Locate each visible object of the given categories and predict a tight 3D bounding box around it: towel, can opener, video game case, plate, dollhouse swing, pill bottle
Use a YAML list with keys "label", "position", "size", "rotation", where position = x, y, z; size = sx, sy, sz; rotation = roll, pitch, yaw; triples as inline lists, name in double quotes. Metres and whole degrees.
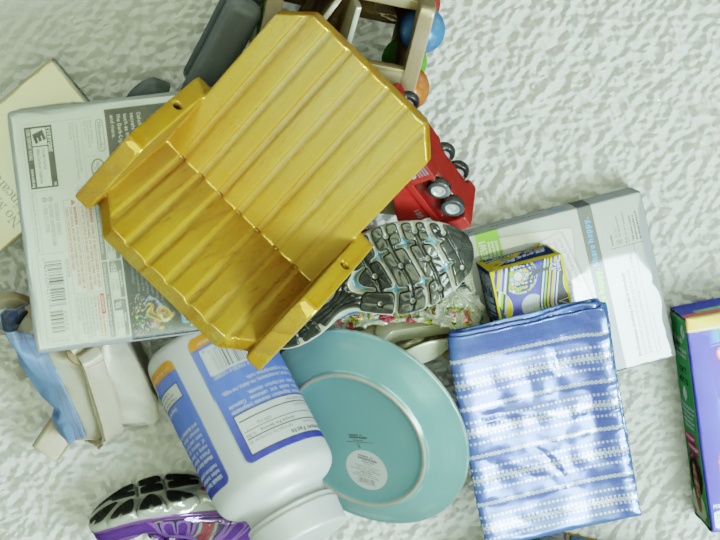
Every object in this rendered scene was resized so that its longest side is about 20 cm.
- label: "towel"
  position: [0.160, 0.132, 1.703]
  size: [0.143, 0.024, 0.202]
  rotation: [-12, 101, -3]
- label: "can opener"
  position: [-0.144, -0.167, 1.676]
  size: [0.066, 0.053, 0.200]
  rotation: [22, 131, -20]
- label: "video game case"
  position: [-0.191, -0.042, 1.640]
  size: [0.180, 0.023, 0.202]
  rotation: [-7, 89, -5]
- label: "plate"
  position: [0.001, 0.144, 1.729]
  size: [0.199, 0.026, 0.202]
  rotation: [14, 123, 21]
- label: "dollhouse swing"
  position: [-0.071, -0.073, 1.546]
  size: [0.200, 0.182, 0.176]
  rotation: [44, 127, -2]
- label: "pill bottle"
  position: [-0.092, 0.144, 1.691]
  size: [0.111, 0.112, 0.201]
  rotation: [-28, 76, -2]

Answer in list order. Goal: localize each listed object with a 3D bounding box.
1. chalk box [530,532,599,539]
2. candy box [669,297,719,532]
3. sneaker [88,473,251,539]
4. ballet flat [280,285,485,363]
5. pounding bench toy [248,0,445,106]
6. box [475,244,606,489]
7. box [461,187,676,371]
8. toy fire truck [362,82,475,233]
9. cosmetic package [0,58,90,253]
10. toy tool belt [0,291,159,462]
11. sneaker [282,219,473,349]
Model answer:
- label: "chalk box"
  position: [0.182, 0.308, 1.776]
  size: [0.198, 0.124, 0.126]
  rotation: [13, 95, -7]
- label: "candy box"
  position: [0.379, 0.121, 1.800]
  size: [0.167, 0.077, 0.202]
  rotation: [-9, 96, -4]
- label: "sneaker"
  position: [-0.142, 0.229, 1.759]
  size: [0.198, 0.081, 0.084]
  rotation: [-4, 102, -6]
- label: "ballet flat"
  position: [0.013, 0.059, 1.734]
  size: [0.198, 0.064, 0.076]
  rotation: [-13, 138, 13]
- label: "pounding bench toy"
  position: [-0.020, -0.171, 1.699]
  size: [0.155, 0.125, 0.201]
  rotation: [10, 120, -8]
- label: "box"
  position: [0.160, 0.085, 1.740]
  size: [0.069, 0.064, 0.202]
  rotation: [-14, 101, -4]
- label: "box"
  position: [0.172, 0.025, 1.786]
  size: [0.198, 0.041, 0.157]
  rotation: [-14, 98, -3]
- label: "toy fire truck"
  position: [0.020, -0.066, 1.682]
  size: [0.140, 0.049, 0.200]
  rotation: [-16, 135, 27]
- label: "cosmetic package"
  position: [-0.310, -0.082, 1.709]
  size: [0.200, 0.073, 0.104]
  rotation: [-41, 99, -1]
- label: "toy tool belt"
  position: [-0.264, 0.065, 1.701]
  size: [0.122, 0.125, 0.201]
  rotation: [-26, 115, 1]
- label: "sneaker"
  position: [0.000, 0.000, 1.679]
  size: [0.198, 0.090, 0.079]
  rotation: [-16, 102, 11]
